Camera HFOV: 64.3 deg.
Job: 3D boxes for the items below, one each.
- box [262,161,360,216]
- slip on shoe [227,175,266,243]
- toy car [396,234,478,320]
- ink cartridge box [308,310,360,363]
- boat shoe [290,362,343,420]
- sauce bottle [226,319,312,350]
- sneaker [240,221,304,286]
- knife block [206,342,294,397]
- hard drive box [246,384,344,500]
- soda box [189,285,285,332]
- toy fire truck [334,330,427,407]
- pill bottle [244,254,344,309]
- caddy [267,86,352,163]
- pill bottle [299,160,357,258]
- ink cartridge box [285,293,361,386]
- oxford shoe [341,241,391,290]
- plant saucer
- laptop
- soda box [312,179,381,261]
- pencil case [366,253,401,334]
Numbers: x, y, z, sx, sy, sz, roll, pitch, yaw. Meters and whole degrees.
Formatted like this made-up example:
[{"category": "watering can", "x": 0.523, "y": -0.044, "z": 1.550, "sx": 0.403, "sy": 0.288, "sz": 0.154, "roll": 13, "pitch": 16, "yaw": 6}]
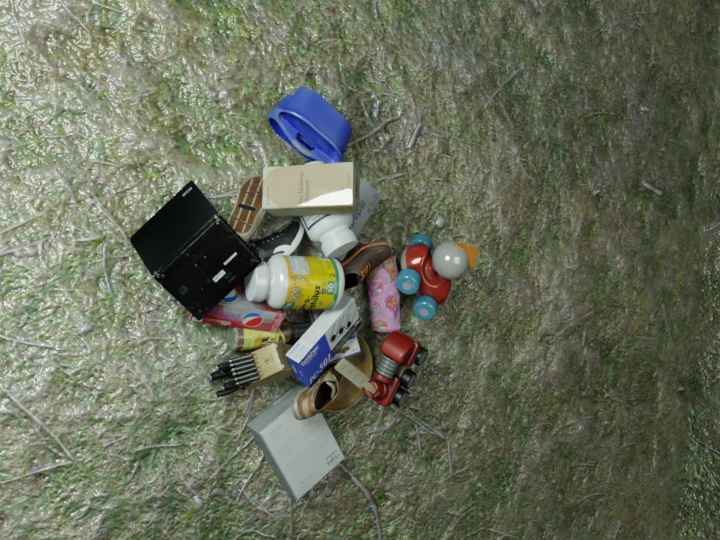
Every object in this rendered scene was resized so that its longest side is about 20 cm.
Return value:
[{"category": "box", "x": -0.103, "y": -0.169, "z": 1.210, "sx": 0.195, "sy": 0.078, "sz": 0.097, "roll": -2, "pitch": 83, "yaw": 11}, {"category": "slip on shoe", "x": -0.239, "y": -0.128, "z": 1.247, "sx": 0.075, "sy": 0.061, "sz": 0.202, "roll": 16, "pitch": 48, "yaw": -5}, {"category": "toy car", "x": 0.218, "y": -0.004, "z": 1.465, "sx": 0.178, "sy": 0.197, "sz": 0.186, "roll": 55, "pitch": 37, "yaw": -23}, {"category": "ink cartridge box", "x": -0.071, "y": 0.114, "z": 1.382, "sx": 0.093, "sy": 0.037, "sz": 0.204, "roll": -14, "pitch": 83, "yaw": -31}, {"category": "boat shoe", "x": -0.080, "y": 0.274, "z": 1.313, "sx": 0.200, "sy": 0.071, "sz": 0.077, "roll": -45, "pitch": 115, "yaw": -55}, {"category": "sauce bottle", "x": -0.202, "y": 0.143, "z": 1.307, "sx": 0.197, "sy": 0.064, "sz": 0.066, "roll": -3, "pitch": 94, "yaw": -32}, {"category": "sneaker", "x": -0.218, "y": -0.060, "z": 1.279, "sx": 0.112, "sy": 0.073, "sz": 0.201, "roll": 48, "pitch": 69, "yaw": -28}, {"category": "knife block", "x": -0.238, "y": 0.227, "z": 1.287, "sx": 0.173, "sy": 0.200, "sz": 0.065, "roll": -25, "pitch": 75, "yaw": 11}, {"category": "hard drive box", "x": -0.149, "y": 0.403, "z": 1.351, "sx": 0.155, "sy": 0.076, "sz": 0.203, "roll": -34, "pitch": 111, "yaw": -28}, {"category": "soda box", "x": -0.264, "y": 0.077, "z": 1.234, "sx": 0.196, "sy": 0.071, "sz": 0.064, "roll": 12, "pitch": 128, "yaw": -26}, {"category": "toy fire truck", "x": 0.048, "y": 0.229, "z": 1.381, "sx": 0.199, "sy": 0.127, "sz": 0.179, "roll": 19, "pitch": 98, "yaw": -62}, {"category": "pill bottle", "x": -0.142, "y": 0.026, "z": 1.229, "sx": 0.196, "sy": 0.112, "sz": 0.115, "roll": 4, "pitch": 91, "yaw": -29}, {"category": "caddy", "x": -0.115, "y": -0.313, "z": 1.294, "sx": 0.199, "sy": 0.140, "sz": 0.106, "roll": 36, "pitch": 71, "yaw": -29}, {"category": "pill bottle", "x": -0.084, "y": -0.135, "z": 1.300, "sx": 0.110, "sy": 0.111, "sz": 0.203, "roll": -21, "pitch": 78, "yaw": -30}, {"category": "ink cartridge box", "x": -0.079, "y": 0.154, "z": 1.296, "sx": 0.200, "sy": 0.044, "sz": 0.095, "roll": -48, "pitch": 143, "yaw": -28}, {"category": "oxford shoe", "x": 0.000, "y": 0.000, "z": 1.362, "sx": 0.198, "sy": 0.072, "sz": 0.072, "roll": -31, "pitch": 129, "yaw": -15}, {"category": "plant saucer", "x": -0.059, "y": 0.246, "z": 1.427, "sx": 0.197, "sy": 0.035, "sz": 0.205, "roll": -2, "pitch": 93, "yaw": -33}, {"category": "laptop", "x": -0.332, "y": -0.041, "z": 1.152, "sx": 0.177, "sy": 0.103, "sz": 0.200, "roll": -43, "pitch": 113, "yaw": -2}, {"category": "soda box", "x": -0.033, "y": -0.124, "z": 1.406, "sx": 0.068, "sy": 0.063, "sz": 0.202, "roll": 40, "pitch": 72, "yaw": -30}, {"category": "pencil case", "x": 0.060, "y": 0.059, "z": 1.471, "sx": 0.086, "sy": 0.087, "sz": 0.205, "roll": -12, "pitch": 100, "yaw": -32}]
